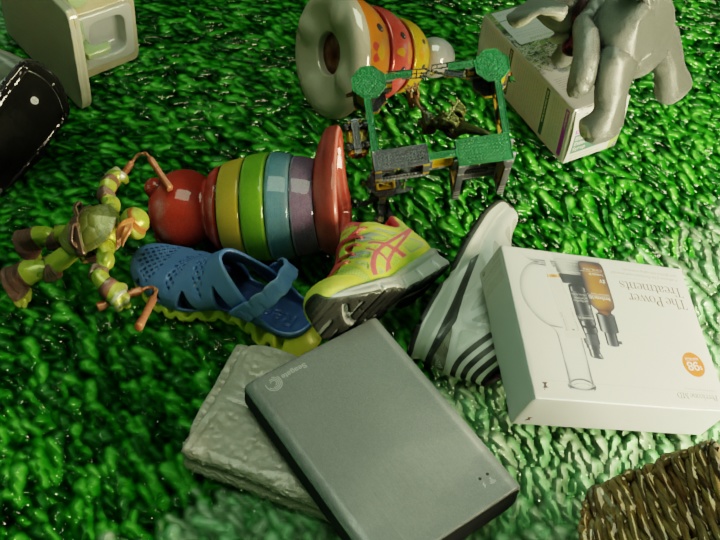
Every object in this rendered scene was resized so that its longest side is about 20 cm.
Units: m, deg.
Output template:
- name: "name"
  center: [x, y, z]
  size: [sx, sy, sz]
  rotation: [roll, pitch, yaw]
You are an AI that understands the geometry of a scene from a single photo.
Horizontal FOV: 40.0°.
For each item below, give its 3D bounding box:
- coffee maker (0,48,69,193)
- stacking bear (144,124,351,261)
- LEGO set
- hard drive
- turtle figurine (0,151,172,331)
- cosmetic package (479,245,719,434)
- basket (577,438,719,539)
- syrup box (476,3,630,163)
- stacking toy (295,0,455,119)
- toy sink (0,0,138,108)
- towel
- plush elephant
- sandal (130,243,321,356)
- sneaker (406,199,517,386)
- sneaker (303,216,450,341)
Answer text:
- name: "coffee maker"
  center: [-0.442, -0.176, 1.035]
  size: [0.198, 0.136, 0.192]
  rotation: [30, 52, 23]
- name: "stacking bear"
  center: [-0.114, -0.065, 0.983]
  size: [0.196, 0.123, 0.115]
  rotation: [-2, 39, 6]
- name: "LEGO set"
  center: [0.077, -0.142, 1.050]
  size: [0.196, 0.116, 0.156]
  rotation: [-15, 74, -3]
- name: "hard drive"
  center: [0.013, 0.141, 0.804]
  size: [0.138, 0.033, 0.200]
  rotation: [-25, 55, -26]
- name: "turtle figurine"
  center: [-0.256, -0.020, 0.917]
  size: [0.159, 0.064, 0.203]
  rotation: [-19, 57, 16]
- name: "cosmetic package"
  center: [0.214, 0.063, 0.878]
  size: [0.196, 0.052, 0.153]
  rotation: [6, 56, -20]
- name: "basket"
  center: [0.254, 0.259, 0.737]
  size: [0.141, 0.149, 0.202]
  rotation: [-27, 46, 15]
- name: "syrup box"
  center: [0.222, -0.226, 1.170]
  size: [0.078, 0.082, 0.201]
  rotation: [-19, 54, -19]
- name: "stacking toy"
  center: [0.033, -0.259, 1.174]
  size: [0.197, 0.148, 0.147]
  rotation: [-10, 46, -34]
- name: "toy sink"
  center: [-0.337, -0.310, 1.171]
  size: [0.111, 0.132, 0.200]
  rotation: [-29, 54, -28]
- name: "towel"
  center: [-0.043, 0.142, 0.842]
  size: [0.197, 0.035, 0.133]
  rotation: [19, 49, 11]
- name: "plush elephant"
  center: [0.244, -0.257, 1.048]
  size: [0.164, 0.202, 0.154]
  rotation: [-34, 41, -24]
- name: "sandal"
  center: [-0.125, 0.009, 0.923]
  size: [0.197, 0.088, 0.080]
  rotation: [16, 49, 12]
- name: "sneaker"
  center: [0.134, 0.029, 0.946]
  size: [0.114, 0.076, 0.202]
  rotation: [27, 58, 9]
- name: "sneaker"
  center: [0.000, 0.000, 0.909]
  size: [0.091, 0.078, 0.199]
  rotation: [52, 31, 10]
